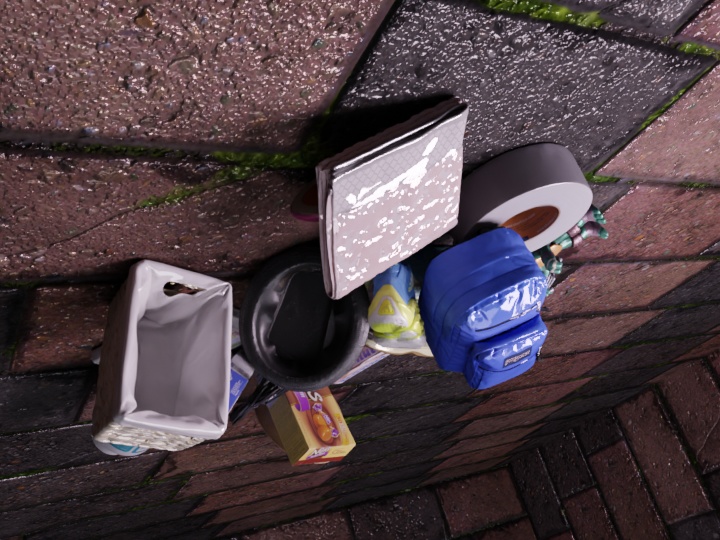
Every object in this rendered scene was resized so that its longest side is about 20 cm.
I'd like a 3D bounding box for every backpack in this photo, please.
[{"bbox_3d":[0.174,0.048,0.976,0.160,0.169,0.201,-25,150,-14],"label":"backpack"}]

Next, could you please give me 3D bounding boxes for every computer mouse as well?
[{"bbox_3d":[-0.114,0.156,1.115,0.140,0.046,0.199,-41,170,37],"label":"computer mouse"}]

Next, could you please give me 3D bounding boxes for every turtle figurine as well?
[{"bbox_3d":[0.303,-0.022,1.171,0.199,0.101,0.150,-40,168,6],"label":"turtle figurine"}]

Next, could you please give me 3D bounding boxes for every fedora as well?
[{"bbox_3d":[-0.073,0.063,1.018,0.198,0.204,0.092,-24,-174,11],"label":"fedora"}]

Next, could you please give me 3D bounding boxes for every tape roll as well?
[{"bbox_3d":[0.217,-0.088,1.010,0.196,0.067,0.201,-16,156,-7],"label":"tape roll"}]

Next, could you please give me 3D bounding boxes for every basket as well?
[{"bbox_3d":[-0.245,0.112,0.898,0.134,0.204,0.123,17,147,-31],"label":"basket"}]

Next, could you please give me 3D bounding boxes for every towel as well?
[{"bbox_3d":[0.040,-0.077,0.817,0.198,0.032,0.193,-30,144,-23],"label":"towel"}]

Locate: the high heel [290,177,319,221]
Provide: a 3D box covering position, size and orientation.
[{"bbox_3d":[0.007,-0.072,0.873,0.196,0.068,0.097,-14,145,-20],"label":"high heel"}]

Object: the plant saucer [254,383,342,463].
[{"bbox_3d":[-0.102,0.257,1.331,0.198,0.202,0.036,7,130,-44],"label":"plant saucer"}]

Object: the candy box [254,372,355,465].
[{"bbox_3d":[-0.101,0.234,1.261,0.115,0.202,0.057,11,132,-46],"label":"candy box"}]

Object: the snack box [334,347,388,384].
[{"bbox_3d":[0.019,0.152,1.313,0.198,0.025,0.072,-34,162,24],"label":"snack box"}]

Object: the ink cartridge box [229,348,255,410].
[{"bbox_3d":[-0.205,0.183,1.125,0.095,0.044,0.200,-57,-177,-2],"label":"ink cartridge box"}]

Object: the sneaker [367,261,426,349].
[{"bbox_3d":[0.053,0.044,0.983,0.074,0.107,0.200,3,164,6],"label":"sneaker"}]

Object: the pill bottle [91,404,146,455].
[{"bbox_3d":[-0.329,0.205,1.088,0.110,0.112,0.199,8,143,-46],"label":"pill bottle"}]

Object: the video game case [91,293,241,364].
[{"bbox_3d":[-0.268,0.106,1.095,0.197,0.023,0.182,-27,154,16],"label":"video game case"}]

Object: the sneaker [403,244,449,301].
[{"bbox_3d":[0.078,0.021,1.113,0.198,0.081,0.130,7,143,-44],"label":"sneaker"}]

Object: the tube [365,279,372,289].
[{"bbox_3d":[0.000,0.000,1.033,0.057,0.052,0.201,-27,157,-22],"label":"tube"}]

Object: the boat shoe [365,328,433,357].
[{"bbox_3d":[0.066,0.099,1.185,0.198,0.073,0.066,9,99,-48],"label":"boat shoe"}]
